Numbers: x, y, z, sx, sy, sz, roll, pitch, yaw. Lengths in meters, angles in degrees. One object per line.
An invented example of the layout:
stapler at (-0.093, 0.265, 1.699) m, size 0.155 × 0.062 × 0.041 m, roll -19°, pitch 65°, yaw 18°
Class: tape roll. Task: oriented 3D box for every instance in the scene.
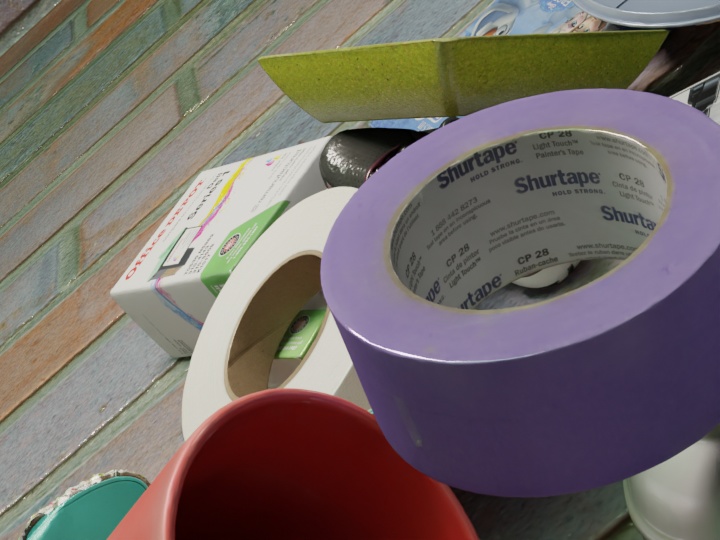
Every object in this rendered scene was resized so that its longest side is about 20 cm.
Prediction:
tape roll at (0.088, 0.005, 0.815) m, size 0.200 × 0.085 × 0.200 m, roll -15°, pitch 36°, yaw 11°
tape roll at (-0.038, 0.043, 1.079) m, size 0.203 × 0.037 × 0.203 m, roll -38°, pitch 35°, yaw 32°

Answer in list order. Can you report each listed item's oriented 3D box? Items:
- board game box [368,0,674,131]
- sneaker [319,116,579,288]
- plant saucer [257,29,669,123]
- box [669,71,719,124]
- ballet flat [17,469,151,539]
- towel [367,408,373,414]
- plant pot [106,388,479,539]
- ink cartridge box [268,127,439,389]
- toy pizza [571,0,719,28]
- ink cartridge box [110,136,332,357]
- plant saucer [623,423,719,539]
board game box at (0.114, -0.145, 1.307) m, size 0.199 × 0.043 × 0.200 m, roll -45°, pitch 23°, yaw 0°
sneaker at (0.047, -0.069, 1.090) m, size 0.200 × 0.116 × 0.076 m, roll 23°, pitch 70°, yaw 29°
plant saucer at (0.066, -0.126, 1.146) m, size 0.200 × 0.048 × 0.200 m, roll -7°, pitch 7°, yaw -37°
box at (0.238, -0.073, 0.950) m, size 0.200 × 0.060 × 0.117 m, roll -26°, pitch 28°, yaw 37°
ballet flat at (-0.223, 0.218, 1.212) m, size 0.200 × 0.076 × 0.064 m, roll -47°, pitch 6°, yaw -17°
towel at (0.016, 0.098, 0.959) m, size 0.200 × 0.147 × 0.022 m, roll -33°, pitch 70°, yaw 25°
plant pot at (-0.058, 0.184, 0.855) m, size 0.177 × 0.200 × 0.201 m, roll -39°, pitch 20°, yaw 42°
ink cartridge box at (0.000, 0.000, 1.206) m, size 0.117 × 0.067 × 0.200 m, roll -5°, pitch 48°, yaw 57°
toy pizza at (0.238, -0.217, 1.188) m, size 0.200 × 0.032 × 0.200 m, roll -15°, pitch 36°, yaw 11°
ink cartridge box at (-0.089, -0.015, 1.370) m, size 0.200 × 0.084 × 0.145 m, roll -9°, pitch 40°, yaw 55°
plant saucer at (0.197, 0.048, 0.824) m, size 0.200 × 0.050 × 0.200 m, roll -35°, pitch 24°, yaw 18°
